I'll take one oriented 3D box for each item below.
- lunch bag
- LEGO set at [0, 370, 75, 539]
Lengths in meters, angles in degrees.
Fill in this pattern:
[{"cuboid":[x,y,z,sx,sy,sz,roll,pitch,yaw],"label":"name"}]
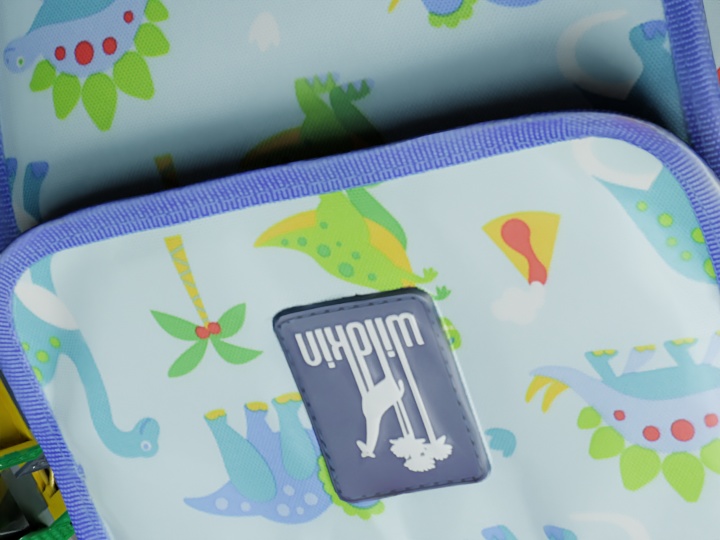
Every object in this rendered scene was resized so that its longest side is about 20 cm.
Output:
[{"cuboid":[0.010,-0.023,0.627,0.169,0.127,0.202,-10,85,23],"label":"lunch bag"},{"cuboid":[-0.141,0.022,0.747,0.116,0.199,0.154,59,139,13],"label":"LEGO set"}]
